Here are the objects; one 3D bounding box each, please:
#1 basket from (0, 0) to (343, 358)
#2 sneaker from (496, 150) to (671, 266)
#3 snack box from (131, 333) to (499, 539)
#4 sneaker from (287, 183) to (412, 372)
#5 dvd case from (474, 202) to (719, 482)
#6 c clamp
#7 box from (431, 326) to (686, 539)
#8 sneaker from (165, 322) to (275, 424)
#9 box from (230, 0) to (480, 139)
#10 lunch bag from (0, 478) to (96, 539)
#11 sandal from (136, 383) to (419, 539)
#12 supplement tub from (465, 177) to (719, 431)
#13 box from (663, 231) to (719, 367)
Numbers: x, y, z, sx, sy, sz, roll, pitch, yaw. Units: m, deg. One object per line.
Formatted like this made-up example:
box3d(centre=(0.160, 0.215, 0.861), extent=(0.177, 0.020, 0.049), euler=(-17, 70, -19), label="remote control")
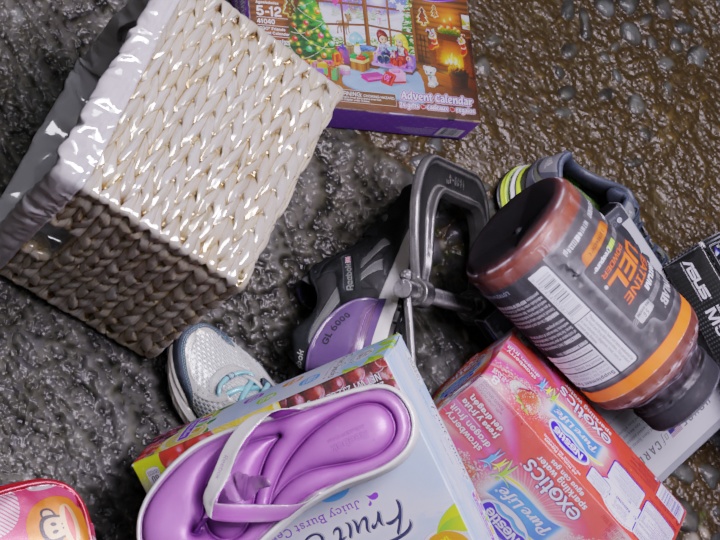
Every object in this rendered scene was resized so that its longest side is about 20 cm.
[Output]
box3d(centre=(-0.145, -0.071, 1.566), extent=(0.161, 0.198, 0.200), euler=(34, 59, -14), label="basket")
box3d(centre=(0.205, -0.022, 1.789), extent=(0.200, 0.081, 0.074), euler=(35, 60, -11), label="sneaker")
box3d(centre=(-0.029, 0.160, 1.524), extent=(0.169, 0.199, 0.068), euler=(65, 17, -9), label="snack box")
box3d(centre=(0.000, 0.000, 1.685), extent=(0.087, 0.076, 0.200), euler=(12, 47, 9), label="sneaker")
box3d(centre=(0.200, 0.071, 1.739), extent=(0.150, 0.025, 0.200), euler=(-40, 106, -16), label="dvd case")
box3d(centre=(0.063, -0.001, 1.686), extent=(0.200, 0.027, 0.172), euler=(1, 87, -68), label="c clamp")
box3d(centre=(0.139, 0.155, 1.663), extent=(0.200, 0.095, 0.100), euler=(48, 29, -4), label="box")
box3d(centre=(-0.061, 0.115, 1.602), extent=(0.078, 0.086, 0.200), euler=(-36, 90, -33), label="sneaker")
box3d(centre=(-0.005, -0.182, 1.770), extent=(0.199, 0.039, 0.137), euler=(3, 69, -25), label="box")
box3d(centre=(-0.250, 0.248, 1.465), extent=(0.176, 0.082, 0.201), euler=(-12, 79, -25), label="lunch bag")
box3d(centre=(-0.059, 0.127, 1.435), extent=(0.202, 0.050, 0.083), euler=(-30, 76, -3), label="sandal")
box3d(centre=(0.180, 0.031, 1.661), extent=(0.200, 0.107, 0.107), euler=(43, 58, -17), label="supplement tub")
box3d(centre=(0.341, 0.052, 1.803), extent=(0.194, 0.047, 0.200), euler=(59, 30, 6), label="box")
